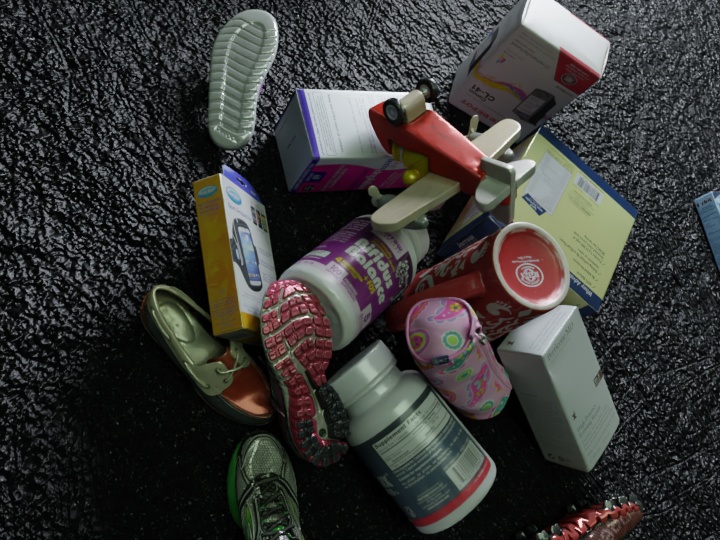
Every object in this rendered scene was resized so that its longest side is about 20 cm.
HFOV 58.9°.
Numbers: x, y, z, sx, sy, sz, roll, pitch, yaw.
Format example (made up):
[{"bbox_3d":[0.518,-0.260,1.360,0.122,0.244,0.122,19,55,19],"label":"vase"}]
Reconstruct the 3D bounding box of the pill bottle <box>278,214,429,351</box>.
[{"bbox_3d":[0.000,0.000,0.785,0.112,0.112,0.200,49,50,-1],"label":"pill bottle"}]

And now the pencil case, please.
[{"bbox_3d":[0.118,0.105,0.736,0.200,0.087,0.088,54,44,-51],"label":"pencil case"}]

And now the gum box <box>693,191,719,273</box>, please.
[{"bbox_3d":[0.725,-0.048,1.190,0.169,0.045,0.201,-4,73,-26],"label":"gum box"}]

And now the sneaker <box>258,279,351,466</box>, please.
[{"bbox_3d":[-0.074,0.110,0.689,0.080,0.075,0.201,-9,89,-33],"label":"sneaker"}]

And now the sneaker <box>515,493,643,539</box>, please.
[{"bbox_3d":[0.291,0.353,0.816,0.200,0.071,0.098,-14,76,-27],"label":"sneaker"}]

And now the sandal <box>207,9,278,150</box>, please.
[{"bbox_3d":[-0.163,-0.254,0.854,0.082,0.050,0.204,14,77,-4],"label":"sandal"}]

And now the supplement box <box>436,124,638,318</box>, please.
[{"bbox_3d":[0.256,-0.055,0.919,0.200,0.134,0.200,39,59,-7],"label":"supplement box"}]

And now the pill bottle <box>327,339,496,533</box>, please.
[{"bbox_3d":[0.051,0.186,0.739,0.119,0.120,0.200,-38,89,-31],"label":"pill bottle"}]

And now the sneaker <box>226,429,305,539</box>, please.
[{"bbox_3d":[-0.087,0.266,0.664,0.078,0.085,0.201,-5,72,-27],"label":"sneaker"}]

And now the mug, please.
[{"bbox_3d":[0.142,0.040,0.791,0.134,0.200,0.177,49,58,-1],"label":"mug"}]

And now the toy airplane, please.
[{"bbox_3d":[0.106,-0.118,0.770,0.199,0.141,0.200,4,56,-7],"label":"toy airplane"}]

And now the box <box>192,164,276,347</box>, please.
[{"bbox_3d":[-0.139,-0.017,0.733,0.041,0.119,0.201,-17,73,12],"label":"box"}]

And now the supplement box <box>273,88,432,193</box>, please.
[{"bbox_3d":[-0.001,-0.174,0.865,0.199,0.101,0.104,-8,74,-27],"label":"supplement box"}]

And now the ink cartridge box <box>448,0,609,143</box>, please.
[{"bbox_3d":[0.251,-0.303,0.975,0.147,0.200,0.086,27,62,-13],"label":"ink cartridge box"}]

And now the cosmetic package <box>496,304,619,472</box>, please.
[{"bbox_3d":[0.263,0.152,0.837,0.102,0.074,0.201,-44,119,-32],"label":"cosmetic package"}]

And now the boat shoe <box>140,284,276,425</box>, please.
[{"bbox_3d":[-0.163,0.095,0.708,0.200,0.063,0.071,46,57,-4],"label":"boat shoe"}]
